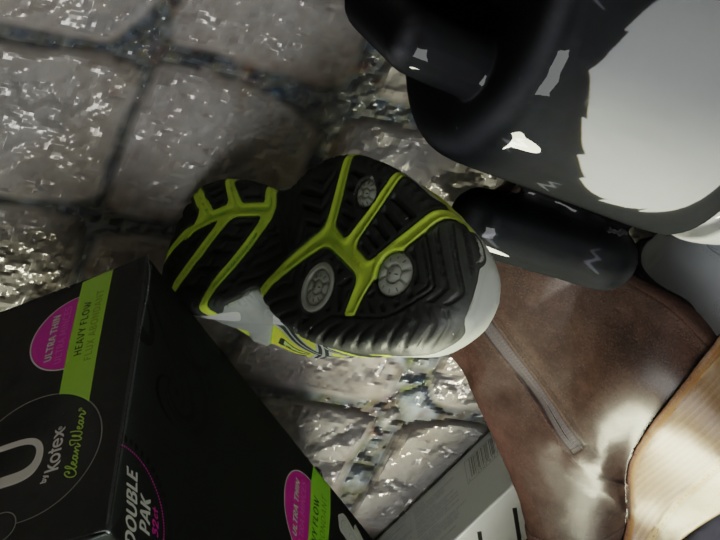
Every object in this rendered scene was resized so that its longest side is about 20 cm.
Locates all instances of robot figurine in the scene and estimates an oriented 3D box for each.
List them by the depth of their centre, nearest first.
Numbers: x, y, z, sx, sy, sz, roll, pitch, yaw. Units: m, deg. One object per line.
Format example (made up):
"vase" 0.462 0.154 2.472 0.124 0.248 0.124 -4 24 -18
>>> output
"robot figurine" 0.097 -0.082 0.941 0.200 0.125 0.150 19 145 -25

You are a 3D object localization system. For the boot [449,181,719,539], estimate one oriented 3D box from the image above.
"boot" 0.076 0.058 1.076 0.166 0.072 0.200 43 137 -2

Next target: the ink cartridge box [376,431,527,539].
"ink cartridge box" 0.069 0.136 1.197 0.094 0.044 0.200 27 123 -29

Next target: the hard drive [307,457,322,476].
"hard drive" -0.084 0.172 1.173 0.139 0.038 0.200 2 125 2

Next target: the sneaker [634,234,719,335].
"sneaker" 0.213 0.014 1.088 0.200 0.075 0.115 23 128 -25

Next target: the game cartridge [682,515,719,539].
"game cartridge" 0.117 0.171 1.148 0.200 0.040 0.133 -39 174 -21

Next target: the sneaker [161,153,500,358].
"sneaker" 0.000 0.000 0.983 0.076 0.200 0.076 22 84 -31

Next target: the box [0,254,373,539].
"box" -0.092 0.124 1.009 0.124 0.149 0.200 -20 129 20
